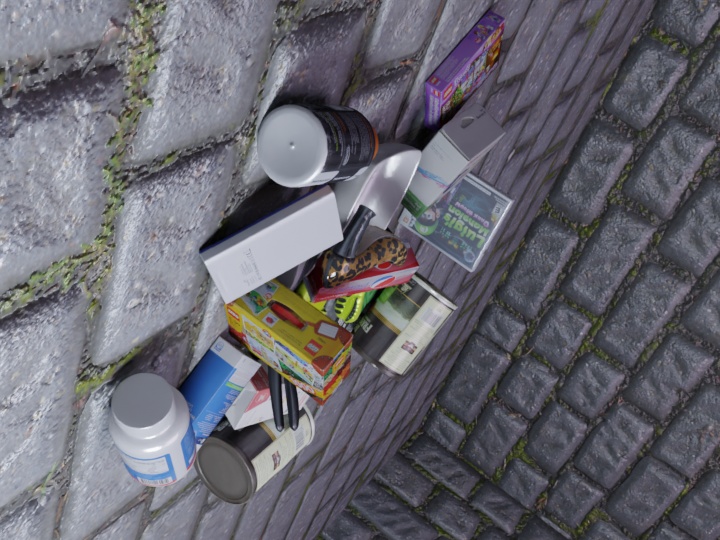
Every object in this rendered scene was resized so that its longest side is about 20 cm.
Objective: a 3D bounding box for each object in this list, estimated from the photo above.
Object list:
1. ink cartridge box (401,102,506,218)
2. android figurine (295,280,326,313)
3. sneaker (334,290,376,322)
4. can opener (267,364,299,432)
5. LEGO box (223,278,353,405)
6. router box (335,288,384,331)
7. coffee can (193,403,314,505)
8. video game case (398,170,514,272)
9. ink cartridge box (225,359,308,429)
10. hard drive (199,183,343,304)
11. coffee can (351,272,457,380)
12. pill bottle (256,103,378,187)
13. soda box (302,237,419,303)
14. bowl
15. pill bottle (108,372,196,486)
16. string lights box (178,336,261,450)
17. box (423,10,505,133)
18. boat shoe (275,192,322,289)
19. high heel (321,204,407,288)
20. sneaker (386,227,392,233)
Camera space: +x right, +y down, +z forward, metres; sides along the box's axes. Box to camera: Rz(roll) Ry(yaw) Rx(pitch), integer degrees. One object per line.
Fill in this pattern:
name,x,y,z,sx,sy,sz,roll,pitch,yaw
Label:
ink cartridge box,0.165,-0.210,1.593,0.145,0.088,0.200,-40,174,-41
android figurine,-0.126,0.103,1.562,0.200,0.041,0.182,-59,163,9
sneaker,0.008,0.015,1.730,0.200,0.074,0.084,-57,179,25
can opener,-0.137,0.179,1.439,0.079,0.063,0.201,-2,91,-67
LEGO box,-0.112,0.103,1.308,0.077,0.200,0.149,-48,162,-25
router box,0.027,0.068,1.881,0.200,0.062,0.150,-60,162,16
coffee can,-0.203,0.332,1.601,0.200,0.146,0.147,-35,155,-50
video game case,0.195,-0.124,1.732,0.023,0.200,0.182,-26,147,-56
ink cartridge box,-0.149,0.214,1.546,0.200,0.068,0.117,-10,143,-44
hard drive,-0.122,-0.036,1.184,0.200,0.025,0.132,-30,153,-10
coffee can,0.088,0.109,1.754,0.200,0.146,0.146,-52,164,5
pill bottle,-0.046,-0.171,1.126,0.106,0.106,0.200,-61,162,21
soda box,0.000,0.000,1.494,0.200,0.064,0.070,-13,158,-22
bowl,0.005,-0.132,1.406,0.200,0.075,0.200,-26,148,-60
pill bottle,-0.297,0.225,1.186,0.112,0.112,0.200,-46,162,-29
string lights box,-0.256,0.213,1.369,0.200,0.059,0.103,-53,163,-7
box,0.191,-0.364,1.536,0.200,0.039,0.137,-50,163,-16
boat shoe,-0.083,-0.051,1.319,0.068,0.072,0.200,-32,155,-49
high heel,0.005,-0.008,1.376,0.143,0.071,0.200,-59,148,-8
sneaker,0.020,-0.057,1.575,0.077,0.084,0.200,-62,162,22
